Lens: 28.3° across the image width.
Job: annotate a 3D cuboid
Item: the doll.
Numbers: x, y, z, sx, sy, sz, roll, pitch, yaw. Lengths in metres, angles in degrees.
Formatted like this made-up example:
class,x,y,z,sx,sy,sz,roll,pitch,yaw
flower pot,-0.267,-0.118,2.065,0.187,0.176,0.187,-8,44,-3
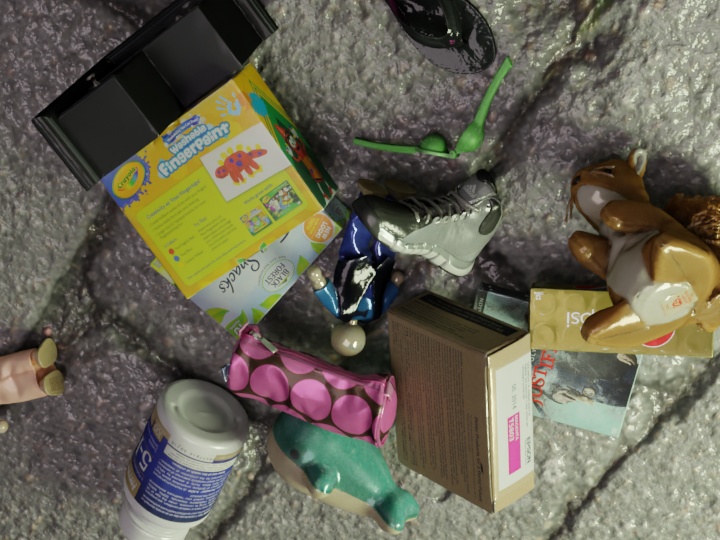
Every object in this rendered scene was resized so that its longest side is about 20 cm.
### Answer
class,x,y,z,sx,sy,sz,roll,pitch,yaw
doll,0.000,0.000,1.586,0.048,0.135,0.203,35,119,46

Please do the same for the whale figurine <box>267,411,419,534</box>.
class,x,y,z,sx,sy,sz,roll,pitch,yaw
whale figurine,-0.012,0.221,1.673,0.199,0.159,0.105,35,109,16

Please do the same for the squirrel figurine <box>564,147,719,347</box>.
class,x,y,z,sx,sy,sz,roll,pitch,yaw
squirrel figurine,0.301,-0.031,1.472,0.197,0.188,0.142,7,130,-27

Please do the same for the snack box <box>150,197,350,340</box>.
class,x,y,z,sx,sy,sz,roll,pitch,yaw
snack box,-0.126,-0.036,1.629,0.142,0.053,0.200,39,118,-8

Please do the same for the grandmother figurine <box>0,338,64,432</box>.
class,x,y,z,sx,sy,sz,roll,pitch,yaw
grandmother figurine,-0.470,0.145,1.807,0.197,0.060,0.123,-10,86,22

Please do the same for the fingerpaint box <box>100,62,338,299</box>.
class,x,y,z,sx,sy,sz,roll,pitch,yaw
fingerpaint box,-0.152,-0.095,1.538,0.199,0.073,0.168,-32,101,24

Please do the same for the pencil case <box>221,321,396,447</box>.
class,x,y,z,sx,sy,sz,roll,pitch,yaw
pencil case,-0.053,0.126,1.609,0.197,0.091,0.095,18,126,9

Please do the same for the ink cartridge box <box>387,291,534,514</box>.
class,x,y,z,sx,sy,sz,roll,pitch,yaw
ink cartridge box,0.113,0.145,1.599,0.164,0.075,0.203,23,125,45

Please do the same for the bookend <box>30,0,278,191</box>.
class,x,y,z,sx,sy,sz,roll,pitch,yaw
bookend,-0.209,-0.204,1.483,0.197,0.201,0.092,-31,106,26

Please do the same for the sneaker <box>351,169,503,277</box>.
class,x,y,z,sx,sy,sz,roll,pitch,yaw
sneaker,0.083,-0.071,1.514,0.116,0.199,0.075,-47,54,18

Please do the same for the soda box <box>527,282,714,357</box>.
class,x,y,z,sx,sy,sz,roll,pitch,yaw
soda box,0.281,0.053,1.548,0.197,0.064,0.069,2,96,9

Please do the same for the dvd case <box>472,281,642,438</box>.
class,x,y,z,sx,sy,sz,roll,pitch,yaw
dvd case,0.216,0.103,1.631,0.197,0.022,0.148,16,118,8

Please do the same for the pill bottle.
class,x,y,z,sx,sy,sz,roll,pitch,yaw
pill bottle,-0.224,0.244,1.754,0.119,0.120,0.201,27,119,-1

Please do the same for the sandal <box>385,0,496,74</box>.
class,x,y,z,sx,sy,sz,roll,pitch,yaw
sandal,0.058,-0.274,1.468,0.200,0.048,0.075,45,117,-9

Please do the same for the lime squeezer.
class,x,y,z,sx,sy,sz,roll,pitch,yaw
lime squeezer,0.086,-0.150,1.529,0.198,0.038,0.071,-25,107,24
